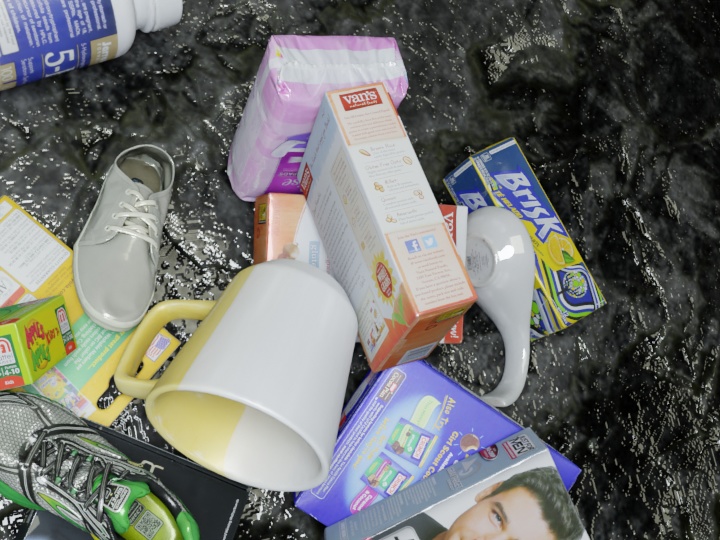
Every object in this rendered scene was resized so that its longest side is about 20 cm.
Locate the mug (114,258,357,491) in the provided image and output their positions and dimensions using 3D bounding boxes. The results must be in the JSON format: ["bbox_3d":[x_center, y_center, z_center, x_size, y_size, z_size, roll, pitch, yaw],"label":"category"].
[{"bbox_3d":[-0.089,0.066,0.761,0.186,0.149,0.153,26,55,-6],"label":"mug"}]

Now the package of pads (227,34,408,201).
[{"bbox_3d":[-0.046,-0.136,0.870,0.120,0.200,0.076,-2,68,-20],"label":"package of pads"}]

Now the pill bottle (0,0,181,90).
[{"bbox_3d":[-0.272,-0.243,0.858,0.200,0.120,0.120,-23,84,-23],"label":"pill bottle"}]

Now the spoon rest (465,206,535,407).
[{"bbox_3d":[0.138,0.035,0.959,0.061,0.099,0.200,-4,89,-45],"label":"spoon rest"}]

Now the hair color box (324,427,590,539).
[{"bbox_3d":[0.080,0.225,0.792,0.200,0.061,0.099,-26,99,-1],"label":"hair color box"}]

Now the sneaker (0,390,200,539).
[{"bbox_3d":[-0.197,0.151,0.693,0.200,0.085,0.078,36,62,-17],"label":"sneaker"}]

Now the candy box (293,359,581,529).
[{"bbox_3d":[0.066,0.188,0.856,0.200,0.077,0.169,35,91,-6],"label":"candy box"}]

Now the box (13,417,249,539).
[{"bbox_3d":[-0.195,0.238,0.748,0.160,0.044,0.200,29,65,-21],"label":"box"}]

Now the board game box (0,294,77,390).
[{"bbox_3d":[-0.332,0.071,0.719,0.200,0.102,0.048,-12,100,4],"label":"board game box"}]

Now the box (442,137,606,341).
[{"bbox_3d":[0.170,-0.032,0.990,0.064,0.070,0.200,-27,85,-26],"label":"box"}]

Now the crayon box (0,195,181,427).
[{"bbox_3d":[-0.275,0.049,0.819,0.200,0.052,0.126,41,66,-4],"label":"crayon box"}]

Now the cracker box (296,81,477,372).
[{"bbox_3d":[0.015,-0.033,0.775,0.058,0.134,0.200,-15,71,-20],"label":"cracker box"}]

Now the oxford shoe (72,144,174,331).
[{"bbox_3d":[-0.204,-0.037,0.830,0.075,0.058,0.200,23,47,-25],"label":"oxford shoe"}]

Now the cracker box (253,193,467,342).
[{"bbox_3d":[0.000,0.000,0.903,0.200,0.058,0.134,2,90,-20],"label":"cracker box"}]
